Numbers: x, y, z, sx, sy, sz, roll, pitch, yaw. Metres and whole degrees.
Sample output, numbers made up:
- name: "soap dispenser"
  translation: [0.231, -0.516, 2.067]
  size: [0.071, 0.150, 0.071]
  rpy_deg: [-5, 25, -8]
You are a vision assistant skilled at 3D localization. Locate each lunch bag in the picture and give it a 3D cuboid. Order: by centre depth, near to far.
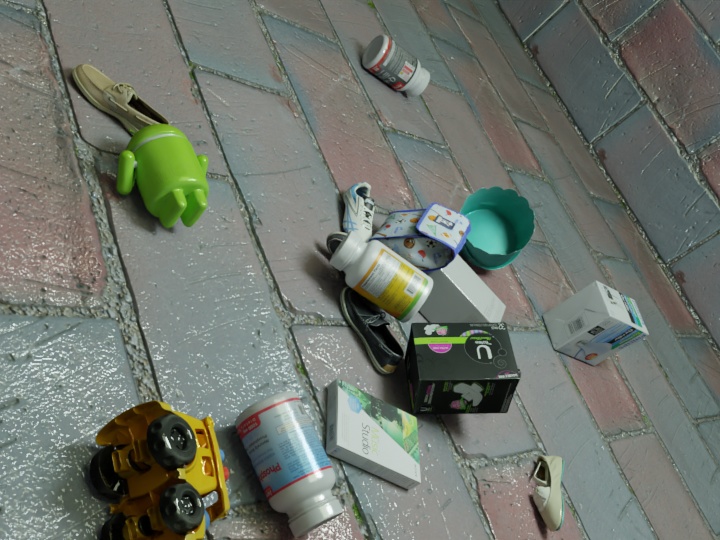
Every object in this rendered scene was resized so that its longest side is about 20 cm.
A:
- name: "lunch bag"
  translation: [0.140, -0.071, 1.763]
  size: [0.170, 0.199, 0.124]
  rpy_deg: [-53, 135, -55]

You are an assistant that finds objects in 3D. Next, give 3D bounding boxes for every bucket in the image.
- name: "bucket"
  translation: [0.350, -0.108, 2.063]
  size: [0.206, 0.135, 0.208]
  rpy_deg: [1, 71, -3]

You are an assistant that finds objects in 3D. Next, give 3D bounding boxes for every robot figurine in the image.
- name: "robot figurine"
  translation: [-0.342, -0.174, 1.377]
  size: [0.175, 0.116, 0.200]
  rpy_deg: [-7, 62, -44]

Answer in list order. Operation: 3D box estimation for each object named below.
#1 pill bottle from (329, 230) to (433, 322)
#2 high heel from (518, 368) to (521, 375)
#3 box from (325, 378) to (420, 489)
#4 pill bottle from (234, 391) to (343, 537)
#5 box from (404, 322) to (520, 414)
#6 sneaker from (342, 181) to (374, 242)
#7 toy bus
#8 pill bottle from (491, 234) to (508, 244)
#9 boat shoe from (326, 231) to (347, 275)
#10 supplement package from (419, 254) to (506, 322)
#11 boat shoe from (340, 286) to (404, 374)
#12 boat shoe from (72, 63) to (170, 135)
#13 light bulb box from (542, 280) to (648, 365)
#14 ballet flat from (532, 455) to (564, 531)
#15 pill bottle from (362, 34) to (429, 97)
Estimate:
- name: "pill bottle"
  translation: [0.039, 0.008, 1.591]
  size: [0.200, 0.111, 0.111]
  rpy_deg: [35, 34, -7]
- name: "high heel"
  translation: [0.243, 0.203, 1.677]
  size: [0.200, 0.143, 0.071]
  rpy_deg: [41, 33, -14]
- name: "box"
  translation: [0.025, 0.298, 1.415]
  size: [0.200, 0.036, 0.145]
  rpy_deg: [31, 37, -28]
- name: "pill bottle"
  translation: [-0.106, 0.296, 1.189]
  size: [0.109, 0.109, 0.200]
  rpy_deg: [-3, 59, -52]
- name: "box"
  translation: [0.199, 0.197, 1.568]
  size: [0.199, 0.125, 0.149]
  rpy_deg: [0, 46, -7]
- name: "sneaker"
  translation: [0.001, -0.126, 1.791]
  size: [0.072, 0.072, 0.200]
  rpy_deg: [27, 40, -35]
- name: "toy bus"
  translation: [-0.240, 0.291, 1.032]
  size: [0.192, 0.135, 0.200]
  rpy_deg: [29, 36, -56]
- name: "pill bottle"
  translation: [0.390, -0.119, 2.227]
  size: [0.106, 0.106, 0.200]
  rpy_deg: [37, 35, -19]
- name: "boat shoe"
  translation: [0.000, 0.000, 1.659]
  size: [0.200, 0.073, 0.063]
  rpy_deg: [46, 29, -14]
- name: "supplement package"
  translation: [0.222, 0.069, 1.812]
  size: [0.200, 0.121, 0.120]
  rpy_deg: [47, 33, -6]
- name: "boat shoe"
  translation: [0.026, 0.113, 1.584]
  size: [0.075, 0.062, 0.200]
  rpy_deg: [-5, 59, -51]
- name: "boat shoe"
  translation: [-0.444, -0.321, 1.452]
  size: [0.200, 0.065, 0.072]
  rpy_deg: [43, 33, -11]
- name: "light bulb box"
  translation: [0.663, 0.153, 2.193]
  size: [0.200, 0.198, 0.125]
  rpy_deg: [22, 43, -35]
- name: "ballet flat"
  translation: [0.402, 0.475, 1.680]
  size: [0.069, 0.069, 0.200]
  rpy_deg: [42, 31, -12]
- name: "pill bottle"
  translation: [0.113, -0.628, 2.403]
  size: [0.200, 0.116, 0.116]
  rpy_deg: [28, 38, -30]
